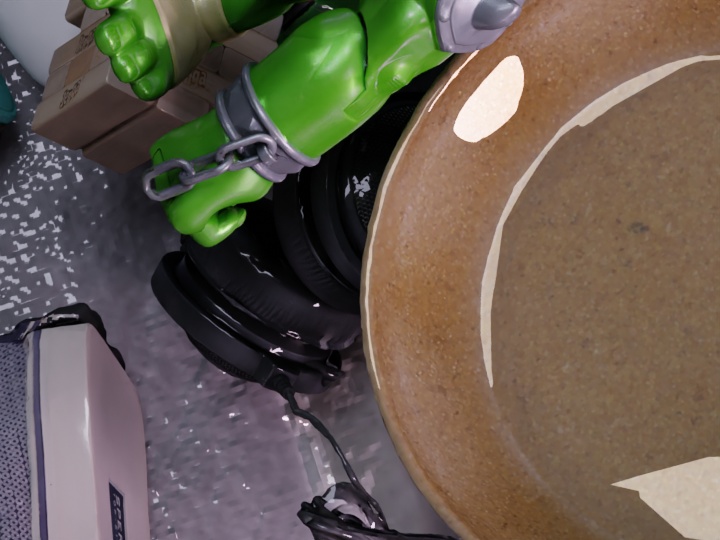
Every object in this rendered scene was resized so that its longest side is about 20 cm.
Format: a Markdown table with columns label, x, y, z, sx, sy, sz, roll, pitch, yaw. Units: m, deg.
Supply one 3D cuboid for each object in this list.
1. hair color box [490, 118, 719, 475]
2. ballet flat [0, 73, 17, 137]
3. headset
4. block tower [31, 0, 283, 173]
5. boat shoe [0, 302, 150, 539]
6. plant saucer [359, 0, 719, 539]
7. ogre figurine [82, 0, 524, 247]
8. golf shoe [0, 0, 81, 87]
| label | x | y | z | sx | sy | sz | roll | pitch | yaw |
| --- | --- | --- | --- | --- | --- | --- | --- | --- | --- |
| hair color box | 0.126 | 0.054 | 0.811 | 0.061 | 0.102 | 0.200 | -37 | 63 | -7 |
| ballet flat | -0.181 | -0.116 | 0.969 | 0.073 | 0.073 | 0.201 | -22 | 69 | -2 |
| headset | 0.000 | 0.000 | 0.863 | 0.123 | 0.094 | 0.201 | -38 | 39 | 40 |
| block tower | -0.048 | -0.128 | 0.910 | 0.054 | 0.058 | 0.201 | 26 | 64 | -26 |
| boat shoe | -0.112 | 0.110 | 0.848 | 0.092 | 0.075 | 0.201 | -13 | 54 | 11 |
| plant saucer | 0.099 | 0.003 | 0.759 | 0.199 | 0.035 | 0.201 | -6 | 69 | 16 |
| ogre figurine | -0.008 | -0.115 | 0.813 | 0.120 | 0.098 | 0.200 | -18 | 37 | 27 |
| golf shoe | -0.127 | -0.143 | 0.943 | 0.078 | 0.094 | 0.201 | -33 | 65 | 25 |
